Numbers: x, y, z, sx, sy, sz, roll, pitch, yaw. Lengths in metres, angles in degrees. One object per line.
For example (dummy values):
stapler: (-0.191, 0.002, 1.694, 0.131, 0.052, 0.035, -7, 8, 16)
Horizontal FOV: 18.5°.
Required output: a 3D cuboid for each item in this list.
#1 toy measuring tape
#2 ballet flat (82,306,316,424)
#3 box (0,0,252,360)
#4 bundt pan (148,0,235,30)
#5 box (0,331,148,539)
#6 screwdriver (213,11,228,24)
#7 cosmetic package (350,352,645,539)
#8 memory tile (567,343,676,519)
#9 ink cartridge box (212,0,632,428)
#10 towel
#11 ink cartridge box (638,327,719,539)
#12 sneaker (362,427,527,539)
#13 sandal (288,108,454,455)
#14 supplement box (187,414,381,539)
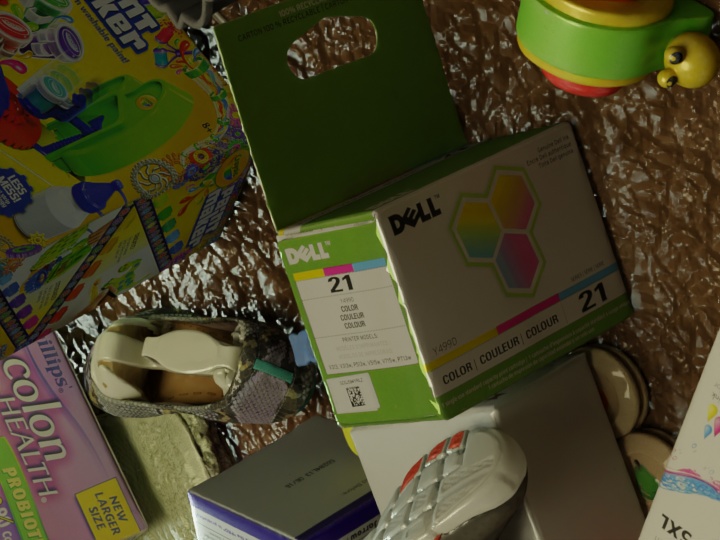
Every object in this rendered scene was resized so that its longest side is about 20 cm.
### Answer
toy measuring tape: (0.078, -0.133, 1.015, 0.200, 0.074, 0.074, 34, 131, 29)
ballet flat: (-0.114, 0.051, 1.308, 0.200, 0.072, 0.072, 1, 110, 44)
box: (-0.197, -0.080, 1.224, 0.200, 0.193, 0.122, 50, 148, 14)
bundt pan: (-0.086, -0.226, 1.102, 0.202, 0.076, 0.202, 53, 157, 34)
box: (-0.244, 0.129, 1.428, 0.176, 0.097, 0.200, 64, 150, 7)
screwdriver: (-0.077, -0.142, 1.208, 0.200, 0.029, 0.028, 43, 135, 18)
cosmetic package: (0.086, 0.151, 1.121, 0.113, 0.081, 0.200, -10, 100, 48)
memory tile: (0.105, 0.130, 1.162, 0.200, 0.017, 0.153, -34, 84, 49)
ink cartridge box: (0.030, -0.044, 1.049, 0.076, 0.148, 0.200, -9, 103, 47)
towel: (-0.110, 0.175, 1.394, 0.148, 0.036, 0.200, -19, 95, 50)
ink cartridge box: (0.198, 0.117, 1.007, 0.116, 0.067, 0.200, 34, 126, 29)
sneaker: (0.041, 0.149, 1.071, 0.082, 0.077, 0.200, 33, 135, -6)
sandal: (0.000, 0.000, 1.163, 0.087, 0.079, 0.200, 39, 131, 45)
supplement box: (-0.013, 0.199, 1.240, 0.103, 0.101, 0.200, 18, 126, 45)
